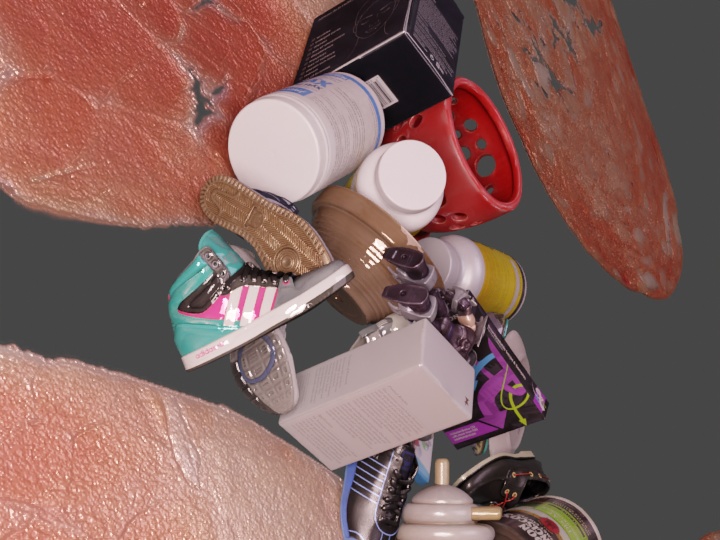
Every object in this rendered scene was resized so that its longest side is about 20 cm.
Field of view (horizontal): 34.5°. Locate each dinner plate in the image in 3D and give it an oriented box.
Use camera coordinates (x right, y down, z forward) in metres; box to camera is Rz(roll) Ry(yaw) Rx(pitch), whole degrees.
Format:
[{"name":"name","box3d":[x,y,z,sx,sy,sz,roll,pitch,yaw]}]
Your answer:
[{"name":"dinner plate","box3d":[0.216,0.187,1.646,0.200,0.024,0.204,7,90,-70]}]

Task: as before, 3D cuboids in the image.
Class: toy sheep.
[{"name":"toy sheep","box3d":[0.101,0.322,1.348,0.137,0.136,0.203,19,67,-51]}]

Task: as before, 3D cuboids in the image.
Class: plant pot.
[{"name":"plant pot","box3d":[0.106,-0.144,1.640,0.200,0.181,0.203,37,40,-39]},{"name":"plant pot","box3d":[0.000,0.000,1.418,0.093,0.200,0.201,-47,115,-16]}]

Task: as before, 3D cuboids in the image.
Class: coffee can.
[{"name":"coffee can","box3d":[0.206,0.375,1.469,0.199,0.145,0.148,0,68,-58]}]

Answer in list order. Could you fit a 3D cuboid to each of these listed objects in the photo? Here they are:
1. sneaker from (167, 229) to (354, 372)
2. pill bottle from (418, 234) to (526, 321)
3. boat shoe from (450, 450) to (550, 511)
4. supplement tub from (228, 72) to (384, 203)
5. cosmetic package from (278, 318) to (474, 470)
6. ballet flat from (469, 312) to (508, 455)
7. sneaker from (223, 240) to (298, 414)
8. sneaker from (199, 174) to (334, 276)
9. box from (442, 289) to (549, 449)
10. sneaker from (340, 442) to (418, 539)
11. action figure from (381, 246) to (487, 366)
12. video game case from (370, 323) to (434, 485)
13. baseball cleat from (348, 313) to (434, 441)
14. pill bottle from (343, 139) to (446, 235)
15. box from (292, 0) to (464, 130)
[{"name":"sneaker","box3d":[-0.115,0.007,1.191,0.122,0.198,0.084,63,-2,1]},{"name":"pill bottle","box3d":[0.148,0.012,1.665,0.199,0.111,0.114,18,54,-53]},{"name":"boat shoe","box3d":[0.193,0.288,1.563,0.200,0.074,0.063,5,45,-53]},{"name":"supplement tub","box3d":[-0.062,-0.168,1.441,0.133,0.131,0.200,62,29,-5]},{"name":"cosmetic package","box3d":[0.018,0.140,1.281,0.101,0.198,0.072,46,36,-31]},{"name":"ballet flat","box3d":[0.158,0.154,1.622,0.072,0.071,0.203,27,69,-46]},{"name":"sneaker","box3d":[-0.108,0.058,1.272,0.087,0.074,0.203,-8,76,-64]},{"name":"sneaker","box3d":[-0.083,-0.035,1.302,0.199,0.071,0.108,38,7,27]},{"name":"box","box3d":[0.131,0.131,1.490,0.201,0.142,0.036,54,33,-18]},{"name":"sneaker","box3d":[0.027,0.246,1.329,0.070,0.077,0.203,26,55,-43]},{"name":"action figure","box3d":[0.086,0.060,1.321,0.201,0.068,0.131,56,43,-45]},{"name":"video game case","box3d":[0.052,0.156,1.505,0.143,0.018,0.202,47,35,-31]},{"name":"baseball cleat","box3d":[0.036,0.139,1.416,0.070,0.105,0.202,-124,-163,-55]},{"name":"pill bottle","box3d":[0.040,-0.094,1.455,0.111,0.200,0.114,3,79,-13]},{"name":"box","box3d":[0.026,-0.299,1.606,0.124,0.198,0.198,46,35,-31]}]
